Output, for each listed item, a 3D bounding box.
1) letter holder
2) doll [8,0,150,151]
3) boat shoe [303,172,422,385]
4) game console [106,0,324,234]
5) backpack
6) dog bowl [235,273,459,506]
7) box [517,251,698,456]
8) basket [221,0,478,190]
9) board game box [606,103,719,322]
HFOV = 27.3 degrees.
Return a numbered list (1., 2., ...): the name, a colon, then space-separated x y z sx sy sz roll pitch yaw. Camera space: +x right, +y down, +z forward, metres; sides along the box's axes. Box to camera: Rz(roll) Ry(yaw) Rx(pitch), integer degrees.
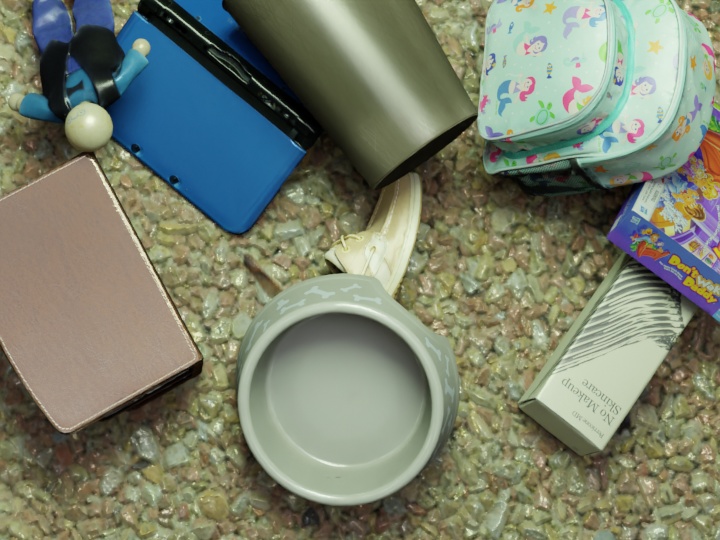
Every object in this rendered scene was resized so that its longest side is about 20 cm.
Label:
1. letter holder: -0.241 0.028 1.256 0.141 0.101 0.202 -29 85 -11
2. doll: -0.245 -0.175 1.271 0.135 0.049 0.202 -25 52 6
3. boat shoe: 0.000 0.000 1.311 0.068 0.074 0.203 20 78 -11
4. game console: -0.124 -0.167 1.351 0.199 0.119 0.171 39 45 -1
5. backpack: 0.203 -0.164 1.292 0.198 0.150 0.180 -2 73 32
6. dog bowl: -0.015 0.107 1.257 0.197 0.059 0.203 1 102 5
7. box: 0.233 0.063 1.339 0.082 0.068 0.201 36 76 -1
8. basket: 0.002 -0.183 1.273 0.201 0.136 0.180 55 37 3
9. board game box: 0.316 -0.061 1.341 0.134 0.045 0.201 36 47 -2
